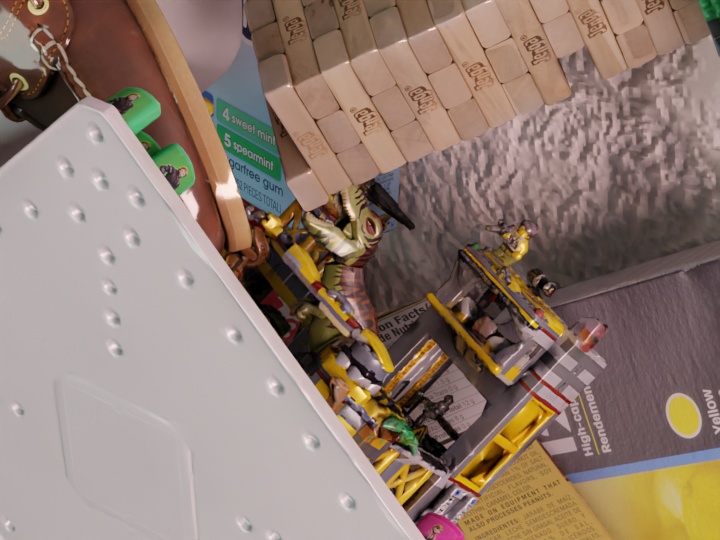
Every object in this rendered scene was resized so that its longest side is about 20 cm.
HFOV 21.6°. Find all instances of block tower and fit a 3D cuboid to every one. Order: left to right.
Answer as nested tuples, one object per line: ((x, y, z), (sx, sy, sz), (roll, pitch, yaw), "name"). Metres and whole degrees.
((0.056, -0.092, 0.621), (0.058, 0.198, 0.054), (55, -165, -45), "block tower")

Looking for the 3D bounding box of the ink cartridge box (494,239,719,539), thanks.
((0.121, 0.100, 0.762), (0.199, 0.047, 0.199), (-21, 91, 52), "ink cartridge box")

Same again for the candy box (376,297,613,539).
((0.055, 0.121, 0.792), (0.117, 0.056, 0.200), (85, 158, -44), "candy box")

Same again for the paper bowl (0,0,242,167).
((-0.128, -0.105, 0.767), (0.200, 0.200, 0.105), (-29, 84, 54), "paper bowl")

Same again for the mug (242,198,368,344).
((-0.099, 0.019, 0.891), (0.198, 0.133, 0.180), (11, 87, 15), "mug")

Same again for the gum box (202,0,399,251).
((-0.049, -0.134, 0.859), (0.169, 0.044, 0.202), (32, 130, 40), "gum box")

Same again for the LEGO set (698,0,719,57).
((0.161, -0.062, 0.515), (0.152, 0.116, 0.202), (-12, 99, 10), "LEGO set")

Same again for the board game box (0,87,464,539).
((-0.070, 0.058, 0.628), (0.199, 0.026, 0.201), (-29, 99, 48), "board game box")

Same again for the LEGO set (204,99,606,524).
((0.000, 0.000, 0.710), (0.116, 0.154, 0.200), (-46, 47, 6), "LEGO set")

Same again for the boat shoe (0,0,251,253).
((-0.104, -0.084, 0.626), (0.201, 0.070, 0.070), (62, 166, 12), "boat shoe")
